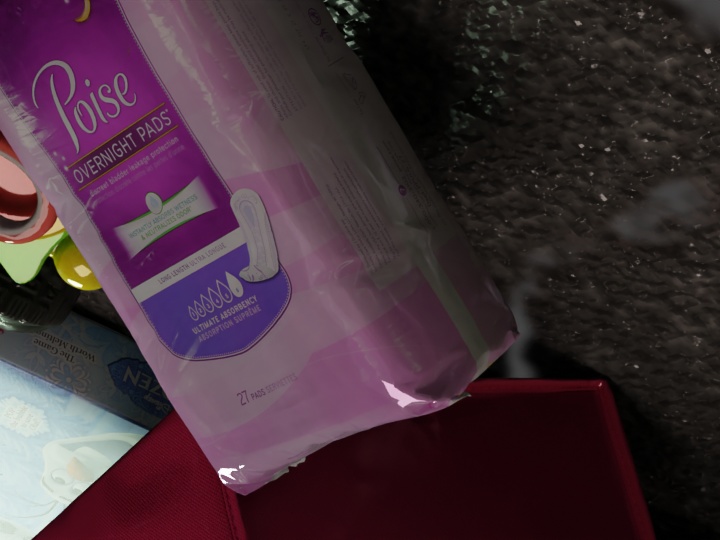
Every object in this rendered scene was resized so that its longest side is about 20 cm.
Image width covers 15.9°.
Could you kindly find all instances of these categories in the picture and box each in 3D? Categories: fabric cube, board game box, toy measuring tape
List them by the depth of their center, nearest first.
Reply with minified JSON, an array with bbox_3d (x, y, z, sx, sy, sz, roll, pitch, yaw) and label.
[{"bbox_3d":[-0.143,-0.077,0.947,0.073,0.074,0.200,-19,114,39],"label":"toy measuring tape"},{"bbox_3d":[-0.007,0.170,1.023,0.199,0.197,0.199,3,152,-32],"label":"fabric cube"},{"bbox_3d":[-0.149,0.087,1.166,0.199,0.043,0.200,26,143,-10],"label":"board game box"}]

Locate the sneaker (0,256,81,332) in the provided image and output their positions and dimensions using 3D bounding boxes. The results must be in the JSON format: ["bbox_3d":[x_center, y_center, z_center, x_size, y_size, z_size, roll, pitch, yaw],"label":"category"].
[{"bbox_3d":[-0.197,-0.041,1.014,0.200,0.076,0.091,38,150,-13],"label":"sneaker"}]

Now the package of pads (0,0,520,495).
[{"bbox_3d":[-0.043,-0.030,0.883,0.120,0.076,0.200,-27,96,44],"label":"package of pads"}]

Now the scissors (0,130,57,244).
[{"bbox_3d":[-0.179,-0.080,0.914,0.073,0.014,0.200,-28,102,24],"label":"scissors"}]
